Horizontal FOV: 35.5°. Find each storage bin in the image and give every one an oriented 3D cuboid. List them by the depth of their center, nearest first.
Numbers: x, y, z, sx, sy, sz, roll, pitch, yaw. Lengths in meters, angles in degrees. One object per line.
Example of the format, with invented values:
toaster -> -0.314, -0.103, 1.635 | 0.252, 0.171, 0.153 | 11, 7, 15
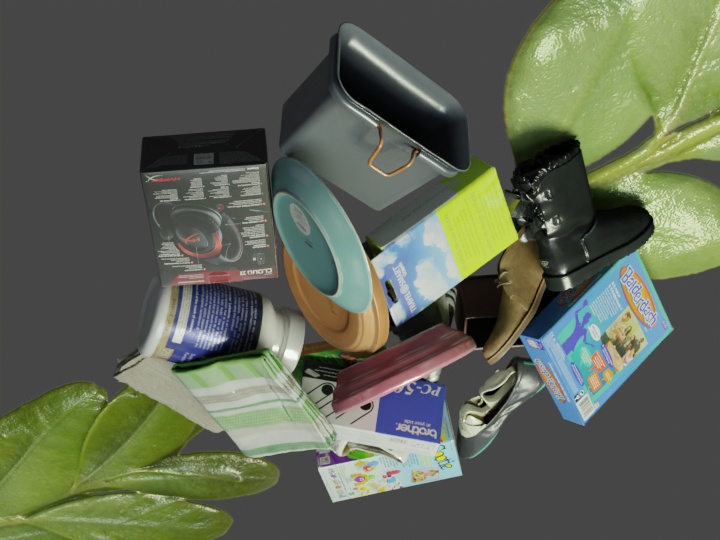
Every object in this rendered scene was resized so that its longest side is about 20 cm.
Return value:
storage bin -> 0.009, -0.154, 1.276 | 0.200, 0.146, 0.134 | 29, 133, -29

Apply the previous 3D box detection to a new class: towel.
towel -> -0.136, 0.178, 1.456 | 0.149, 0.031, 0.200 | -13, 135, 23
towel -> -0.234, 0.155, 1.573 | 0.132, 0.035, 0.200 | -32, 126, 32

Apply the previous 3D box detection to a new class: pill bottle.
pill bottle -> -0.181, 0.075, 1.464 | 0.199, 0.116, 0.116 | 14, 129, -20

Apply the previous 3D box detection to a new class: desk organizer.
desk organizer -> 0.229, 0.053, 1.527 | 0.199, 0.077, 0.072 | -4, 133, -4

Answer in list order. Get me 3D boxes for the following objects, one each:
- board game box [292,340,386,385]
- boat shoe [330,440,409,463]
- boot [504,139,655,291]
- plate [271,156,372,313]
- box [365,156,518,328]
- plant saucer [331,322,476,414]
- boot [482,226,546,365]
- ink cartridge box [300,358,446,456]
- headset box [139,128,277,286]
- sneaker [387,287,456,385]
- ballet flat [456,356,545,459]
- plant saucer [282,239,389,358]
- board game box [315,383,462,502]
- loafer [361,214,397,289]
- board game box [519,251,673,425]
board game box -> -0.052, 0.140, 1.590 | 0.199, 0.030, 0.096 | -9, 134, 12
boat shoe -> -0.023, 0.227, 1.585 | 0.199, 0.069, 0.071 | 10, 153, 15
boot -> 0.277, -0.084, 1.401 | 0.198, 0.073, 0.163 | -30, 111, -25
plate -> -0.054, -0.035, 1.282 | 0.026, 0.200, 0.201 | -30, 137, -21
box -> 0.095, -0.034, 1.388 | 0.200, 0.048, 0.122 | -36, 130, -13
plant saucer -> 0.048, 0.119, 1.429 | 0.200, 0.200, 0.051 | -26, 87, 16
boot -> 0.196, 0.027, 1.443 | 0.075, 0.200, 0.074 | 32, 160, -6
ink cartridge box -> 0.013, 0.188, 1.538 | 0.199, 0.094, 0.044 | 10, 145, -3
headset box -> -0.179, -0.066, 1.362 | 0.148, 0.075, 0.200 | -5, 132, -3
sneaker -> 0.063, 0.085, 1.549 | 0.115, 0.075, 0.200 | 10, 133, 2
ballet flat -> 0.190, 0.199, 1.663 | 0.073, 0.073, 0.200 | 27, 117, -29
plant saucer -> -0.038, 0.019, 1.386 | 0.032, 0.200, 0.201 | -28, 139, -27
board game box -> 0.039, 0.255, 1.664 | 0.199, 0.103, 0.105 | -12, 139, 4
loafer -> 0.000, 0.000, 1.453 | 0.072, 0.073, 0.200 | 22, 124, -20
board game box -> 0.316, 0.081, 1.489 | 0.200, 0.045, 0.152 | -41, 117, -21
